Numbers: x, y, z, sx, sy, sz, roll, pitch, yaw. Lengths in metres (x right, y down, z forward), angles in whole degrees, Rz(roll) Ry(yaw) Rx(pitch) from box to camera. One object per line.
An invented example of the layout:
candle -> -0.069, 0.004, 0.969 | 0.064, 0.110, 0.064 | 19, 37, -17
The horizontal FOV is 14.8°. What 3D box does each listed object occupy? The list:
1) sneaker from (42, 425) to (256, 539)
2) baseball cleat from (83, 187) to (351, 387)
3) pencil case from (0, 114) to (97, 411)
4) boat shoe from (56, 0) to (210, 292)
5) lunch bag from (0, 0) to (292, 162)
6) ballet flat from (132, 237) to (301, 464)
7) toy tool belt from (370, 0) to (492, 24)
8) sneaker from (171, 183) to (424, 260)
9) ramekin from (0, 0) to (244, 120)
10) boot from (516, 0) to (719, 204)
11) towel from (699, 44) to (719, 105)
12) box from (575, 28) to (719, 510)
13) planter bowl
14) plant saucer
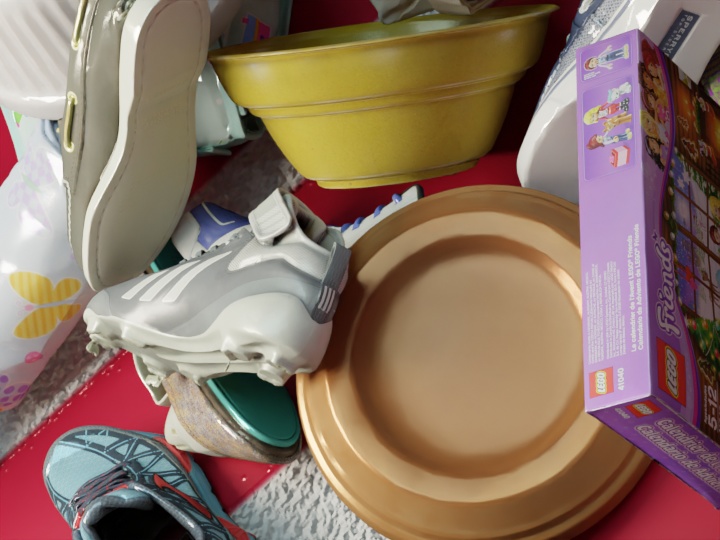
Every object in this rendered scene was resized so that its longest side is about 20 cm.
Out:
sneaker -> -0.121, 0.133, 1.525 | 0.200, 0.095, 0.079 | 34, 89, 43
baseball cleat -> -0.069, 0.010, 1.475 | 0.200, 0.070, 0.107 | 6, 65, 50
pencil case -> -0.193, -0.009, 1.629 | 0.200, 0.083, 0.091 | -55, 36, 29
boat shoe -> -0.130, -0.080, 1.504 | 0.060, 0.072, 0.202 | 37, 132, 30
lunch bag -> -0.132, -0.153, 1.674 | 0.170, 0.122, 0.201 | -11, 65, 27
ballet flat -> -0.091, 0.062, 1.574 | 0.067, 0.068, 0.200 | -58, 38, 24
toy tool belt -> 0.073, -0.227, 1.535 | 0.123, 0.125, 0.200 | -23, 21, 48
sneaker -> 0.001, 0.000, 1.524 | 0.199, 0.081, 0.115 | 32, 84, 37
ramekin -> -0.165, -0.195, 1.564 | 0.199, 0.105, 0.201 | -15, 54, 21
boot -> 0.142, -0.131, 1.470 | 0.200, 0.073, 0.091 | -53, 35, 25
towel -> 0.217, -0.185, 1.487 | 0.143, 0.023, 0.201 | -35, 50, 17
box -> 0.156, 0.000, 1.354 | 0.039, 0.137, 0.201 | -17, 57, 30
planter bowl -> 0.016, -0.092, 1.519 | 0.200, 0.200, 0.084 | -3, 99, 37
plant saucer -> 0.061, 0.048, 1.419 | 0.199, 0.037, 0.201 | -4, 72, 12
